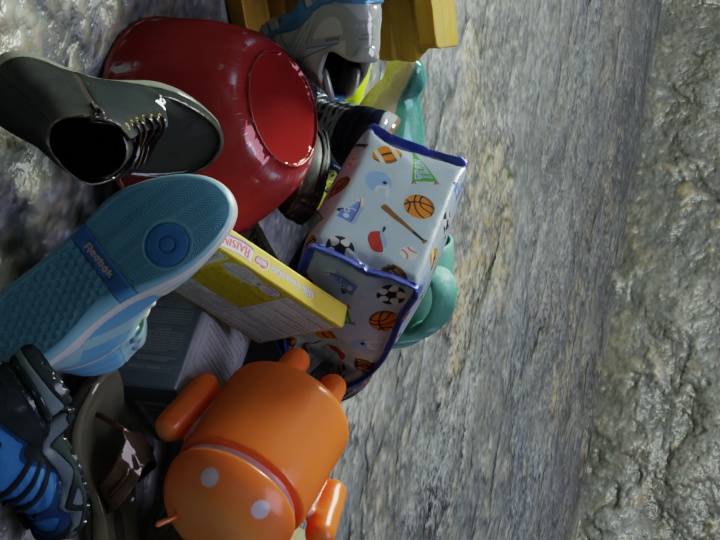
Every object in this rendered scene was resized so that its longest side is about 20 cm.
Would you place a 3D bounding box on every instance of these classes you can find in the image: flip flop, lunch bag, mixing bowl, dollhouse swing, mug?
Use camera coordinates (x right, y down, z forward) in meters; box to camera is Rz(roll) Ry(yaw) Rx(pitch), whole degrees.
[{"bbox_3d":[-0.191,0.165,1.198,0.081,0.057,0.200,-47,138,-60],"label":"flip flop"},{"bbox_3d":[0.000,0.000,1.335,0.200,0.124,0.170,109,6,-51],"label":"lunch bag"},{"bbox_3d":[-0.104,-0.120,1.221,0.200,0.108,0.201,24,61,-55],"label":"mixing bowl"},{"bbox_3d":[-0.038,-0.235,1.323,0.176,0.200,0.182,-61,149,-51],"label":"dollhouse swing"},{"bbox_3d":[0.024,0.023,1.611,0.185,0.152,0.115,-84,176,-74],"label":"mug"}]

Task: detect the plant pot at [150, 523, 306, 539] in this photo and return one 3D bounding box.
[{"bbox_3d":[-0.119,0.275,1.280,0.135,0.200,0.200,52,32,-10],"label":"plant pot"}]

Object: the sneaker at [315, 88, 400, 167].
[{"bbox_3d":[-0.032,-0.144,1.434,0.070,0.108,0.200,-58,-168,0],"label":"sneaker"}]

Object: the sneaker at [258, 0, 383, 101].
[{"bbox_3d":[-0.034,-0.180,1.266,0.200,0.075,0.087,157,-73,-70],"label":"sneaker"}]

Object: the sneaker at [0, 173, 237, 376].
[{"bbox_3d":[-0.166,0.006,1.097,0.080,0.200,0.131,59,4,15],"label":"sneaker"}]

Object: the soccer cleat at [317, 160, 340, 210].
[{"bbox_3d":[-0.064,-0.093,1.455,0.200,0.084,0.065,4,91,-69],"label":"soccer cleat"}]

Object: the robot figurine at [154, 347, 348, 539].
[{"bbox_3d":[-0.082,0.154,1.215,0.200,0.116,0.144,-56,132,-41],"label":"robot figurine"}]

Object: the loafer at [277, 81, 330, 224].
[{"bbox_3d":[-0.078,-0.124,1.362,0.072,0.073,0.200,18,39,-31],"label":"loafer"}]

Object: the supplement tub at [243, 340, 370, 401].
[{"bbox_3d":[-0.061,0.074,1.471,0.200,0.107,0.107,22,74,-69],"label":"supplement tub"}]

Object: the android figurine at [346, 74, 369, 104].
[{"bbox_3d":[-0.031,-0.250,1.576,0.182,0.041,0.200,-61,149,-50],"label":"android figurine"}]

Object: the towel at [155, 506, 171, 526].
[{"bbox_3d":[-0.099,0.176,1.399,0.153,0.023,0.200,-56,159,9],"label":"towel"}]

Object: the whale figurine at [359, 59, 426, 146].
[{"bbox_3d":[0.034,-0.130,1.593,0.159,0.104,0.200,-111,-137,-74],"label":"whale figurine"}]

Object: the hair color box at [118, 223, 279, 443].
[{"bbox_3d":[-0.139,0.041,1.311,0.099,0.061,0.200,67,34,-51],"label":"hair color box"}]

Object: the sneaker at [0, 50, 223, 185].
[{"bbox_3d":[-0.162,-0.087,1.052,0.200,0.106,0.075,10,112,-43],"label":"sneaker"}]

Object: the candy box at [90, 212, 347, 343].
[{"bbox_3d":[-0.113,0.001,1.202,0.200,0.102,0.026,35,59,-38],"label":"candy box"}]

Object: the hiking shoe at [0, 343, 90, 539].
[{"bbox_3d":[-0.245,0.132,1.048,0.087,0.074,0.200,-26,143,-23],"label":"hiking shoe"}]
